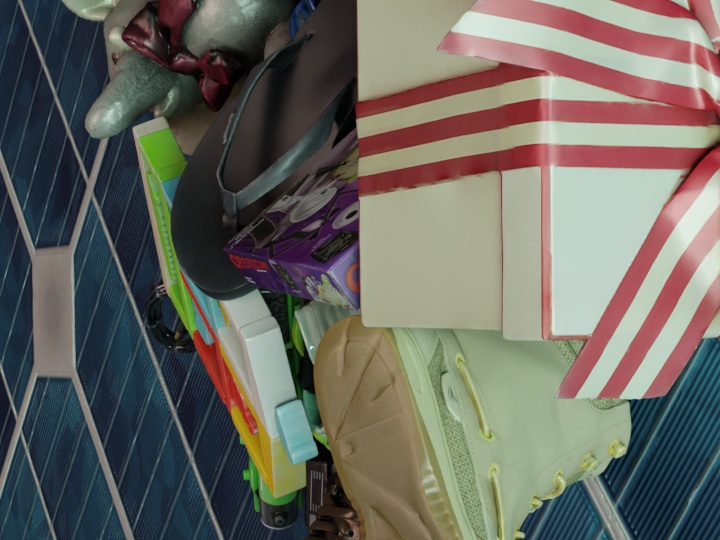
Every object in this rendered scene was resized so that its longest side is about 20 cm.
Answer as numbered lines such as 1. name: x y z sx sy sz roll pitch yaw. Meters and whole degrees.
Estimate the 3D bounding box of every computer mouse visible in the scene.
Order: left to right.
1. computer mouse: -0.078 -0.009 1.407 0.200 0.058 0.034 -47 26 50

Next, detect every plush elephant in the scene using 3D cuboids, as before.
1. plush elephant: -0.097 -0.132 1.351 0.155 0.165 0.200 -37 14 31

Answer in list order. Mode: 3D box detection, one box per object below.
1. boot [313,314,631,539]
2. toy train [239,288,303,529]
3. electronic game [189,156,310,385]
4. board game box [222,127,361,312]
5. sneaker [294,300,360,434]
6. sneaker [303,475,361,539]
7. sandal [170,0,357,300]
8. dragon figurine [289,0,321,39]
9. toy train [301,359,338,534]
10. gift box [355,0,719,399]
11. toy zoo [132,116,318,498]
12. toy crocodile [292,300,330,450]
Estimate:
1. boot: 0.065 0.110 1.080 0.073 0.155 0.201 -22 80 41
2. toy train: -0.051 0.068 1.372 0.056 0.042 0.200 -99 5 -52
3. electronic game: -0.067 -0.016 1.465 0.200 0.041 0.201 2 92 63
4. board game box: 0.036 -0.061 1.110 0.032 0.200 0.120 55 162 -24
5. sneaker: 0.035 0.011 1.169 0.074 0.118 0.201 61 143 44
6. sneaker: -0.002 0.162 1.298 0.070 0.075 0.201 -155 66 -62
7. sandal: -0.033 -0.079 1.178 0.076 0.043 0.200 36 95 24
8. dragon figurine: -0.006 -0.130 1.246 0.059 0.099 0.200 107 163 -52
9. toy train: -0.011 0.061 1.351 0.046 0.034 0.201 6 96 46
10. gift box: 0.096 -0.046 0.963 0.187 0.199 0.185 -2 94 63
11. toy zoo: -0.069 0.029 1.265 0.131 0.020 0.200 83 162 -48
12. toy crocodile: 0.000 0.000 1.287 0.068 0.062 0.201 172 103 -81
